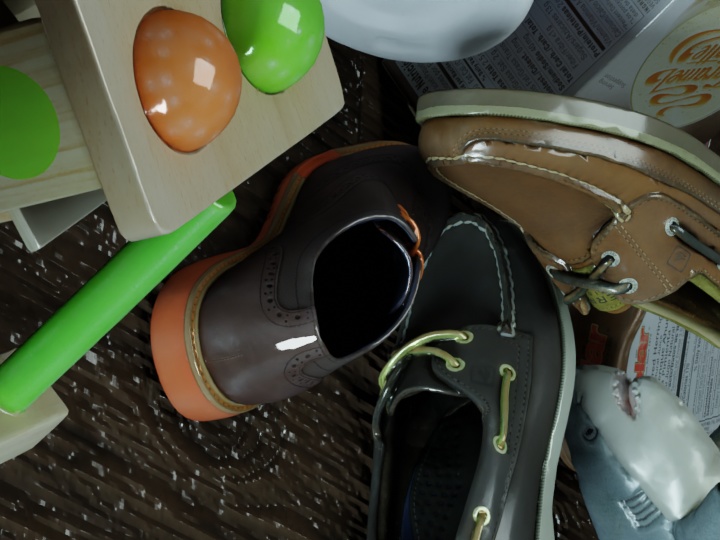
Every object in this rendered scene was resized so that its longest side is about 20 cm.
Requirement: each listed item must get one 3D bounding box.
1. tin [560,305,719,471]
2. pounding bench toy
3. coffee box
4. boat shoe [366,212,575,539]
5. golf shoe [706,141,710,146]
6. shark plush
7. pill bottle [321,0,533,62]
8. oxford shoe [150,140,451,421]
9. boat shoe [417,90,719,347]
[{"bbox_3d":[0.144,0.034,1.337,0.200,0.042,0.113,-9,105,-60],"label":"tin"},{"bbox_3d":[-0.087,-0.042,0.876,0.124,0.155,0.201,-41,116,-57],"label":"pounding bench toy"},{"bbox_3d":[0.122,-0.112,1.211,0.114,0.200,0.080,19,33,-55],"label":"coffee box"},{"bbox_3d":[0.039,0.060,1.143,0.060,0.071,0.202,34,47,-43],"label":"boat shoe"},{"bbox_3d":[0.136,-0.107,1.390,0.088,0.077,0.201,64,35,-54],"label":"golf shoe"},{"bbox_3d":[0.124,0.133,1.262,0.091,0.083,0.201,-72,163,-56],"label":"shark plush"},{"bbox_3d":[0.033,-0.191,1.175,0.112,0.112,0.201,51,42,-39],"label":"pill bottle"},{"bbox_3d":[0.000,0.000,1.096,0.200,0.072,0.071,-45,119,-56],"label":"oxford shoe"},{"bbox_3d":[0.103,-0.017,1.140,0.199,0.072,0.068,17,80,-33],"label":"boat shoe"}]
